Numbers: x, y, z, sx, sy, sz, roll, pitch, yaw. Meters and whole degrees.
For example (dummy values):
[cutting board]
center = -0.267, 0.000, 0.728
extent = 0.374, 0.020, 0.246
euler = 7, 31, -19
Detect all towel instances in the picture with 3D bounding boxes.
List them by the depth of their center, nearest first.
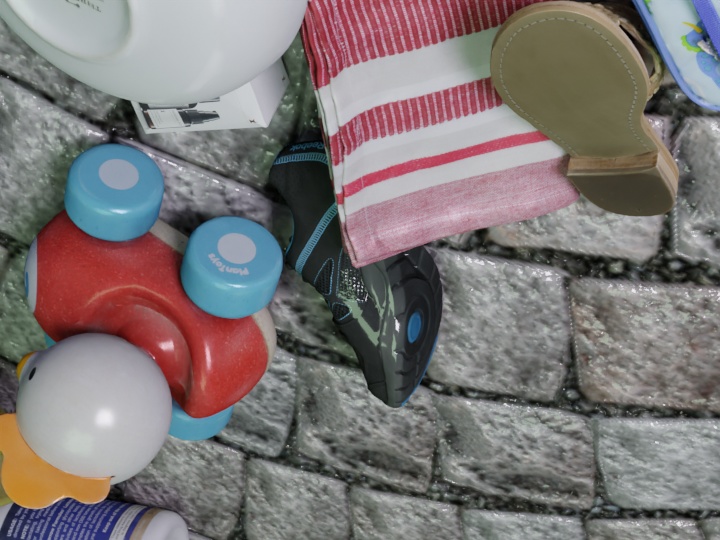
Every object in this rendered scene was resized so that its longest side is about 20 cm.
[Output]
[towel]
center = 0.047, -0.097, 0.699
extent = 0.144, 0.023, 0.200
euler = -17, 131, -7

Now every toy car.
[toy car]
center = -0.169, 0.061, 0.831
extent = 0.177, 0.200, 0.184
euler = 32, 139, 7

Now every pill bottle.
[pill bottle]
center = -0.258, 0.249, 1.130
extent = 0.200, 0.116, 0.116
euler = 8, 135, 12

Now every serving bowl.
[serving bowl]
center = -0.126, -0.155, 0.627
extent = 0.200, 0.066, 0.200
euler = 21, 142, 18

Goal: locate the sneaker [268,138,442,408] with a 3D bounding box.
[sneaker]
center = 0.000, 0.000, 0.834
extent = 0.082, 0.073, 0.200
euler = 7, 127, 25

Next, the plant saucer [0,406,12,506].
[plant saucer]
center = -0.370, 0.114, 1.066
extent = 0.200, 0.048, 0.200
euler = -21, 112, 35

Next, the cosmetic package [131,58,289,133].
[cosmetic package]
center = -0.110, -0.167, 0.710
extent = 0.082, 0.051, 0.200
euler = -2, 133, 20

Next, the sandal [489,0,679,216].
[sandal]
center = 0.124, -0.104, 0.686
extent = 0.078, 0.070, 0.212
euler = 2, 157, 26

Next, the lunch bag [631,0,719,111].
[lunch bag]
center = 0.183, -0.171, 0.584
extent = 0.161, 0.082, 0.200
euler = -13, 127, 33
